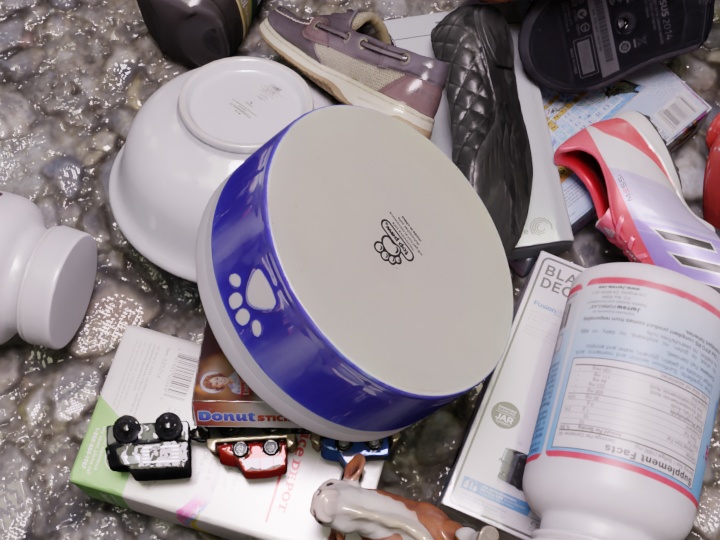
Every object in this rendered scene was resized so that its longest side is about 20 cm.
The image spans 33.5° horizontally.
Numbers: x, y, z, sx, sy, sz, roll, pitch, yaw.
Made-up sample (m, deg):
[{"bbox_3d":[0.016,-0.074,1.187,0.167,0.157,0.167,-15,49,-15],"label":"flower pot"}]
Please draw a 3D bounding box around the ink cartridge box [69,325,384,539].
[{"bbox_3d":[-0.083,0.125,0.827,0.199,0.067,0.118,16,69,5],"label":"ink cartridge box"}]

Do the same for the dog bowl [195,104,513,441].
[{"bbox_3d":[0.000,0.000,0.753,0.199,0.079,0.201,22,52,-31],"label":"dog bowl"}]

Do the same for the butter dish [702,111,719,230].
[{"bbox_3d":[0.317,-0.073,0.870,0.199,0.201,0.148,-36,51,-15],"label":"butter dish"}]

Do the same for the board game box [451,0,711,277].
[{"bbox_3d":[0.135,-0.131,0.945,0.200,0.041,0.200,-37,74,-14],"label":"board game box"}]

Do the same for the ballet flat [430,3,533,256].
[{"bbox_3d":[0.085,-0.097,0.863,0.066,0.057,0.201,16,65,-41],"label":"ballet flat"}]

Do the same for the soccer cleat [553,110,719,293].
[{"bbox_3d":[0.210,-0.022,0.844,0.073,0.068,0.201,-19,66,-15],"label":"soccer cleat"}]

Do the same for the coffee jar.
[{"bbox_3d":[-0.103,-0.264,0.960,0.085,0.104,0.201,24,71,11],"label":"coffee jar"}]

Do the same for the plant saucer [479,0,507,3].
[{"bbox_3d":[0.163,-0.240,0.877,0.199,0.200,0.032,-26,106,-11],"label":"plant saucer"}]

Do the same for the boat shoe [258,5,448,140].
[{"bbox_3d":[-0.003,-0.155,0.865,0.065,0.072,0.200,-58,42,9],"label":"boat shoe"}]

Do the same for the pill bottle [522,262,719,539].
[{"bbox_3d":[0.164,0.105,0.754,0.108,0.109,0.201,16,70,5],"label":"pill bottle"}]

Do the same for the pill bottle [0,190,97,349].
[{"bbox_3d":[-0.297,-0.010,0.852,0.199,0.113,0.114,15,69,5],"label":"pill bottle"}]

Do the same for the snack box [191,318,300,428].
[{"bbox_3d":[-0.070,0.036,0.827,0.071,0.024,0.200,2,33,-1],"label":"snack box"}]

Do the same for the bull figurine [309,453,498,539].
[{"bbox_3d":[0.053,0.194,0.743,0.065,0.121,0.200,-50,116,-18],"label":"bull figurine"}]

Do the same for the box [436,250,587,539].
[{"bbox_3d":[0.140,0.100,0.845,0.116,0.060,0.201,23,70,7],"label":"box"}]

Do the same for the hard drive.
[{"bbox_3d":[0.075,-0.102,0.898,0.131,0.027,0.201,-8,71,-2],"label":"hard drive"}]

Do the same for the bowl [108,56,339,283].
[{"bbox_3d":[-0.084,-0.090,0.867,0.199,0.091,0.202,4,50,-4],"label":"bowl"}]

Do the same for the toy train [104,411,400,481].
[{"bbox_3d":[-0.066,0.113,0.777,0.198,0.034,0.046,-3,71,-3],"label":"toy train"}]

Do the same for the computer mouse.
[{"bbox_3d":[0.209,-0.192,0.903,0.199,0.139,0.053,-14,26,-4],"label":"computer mouse"}]
